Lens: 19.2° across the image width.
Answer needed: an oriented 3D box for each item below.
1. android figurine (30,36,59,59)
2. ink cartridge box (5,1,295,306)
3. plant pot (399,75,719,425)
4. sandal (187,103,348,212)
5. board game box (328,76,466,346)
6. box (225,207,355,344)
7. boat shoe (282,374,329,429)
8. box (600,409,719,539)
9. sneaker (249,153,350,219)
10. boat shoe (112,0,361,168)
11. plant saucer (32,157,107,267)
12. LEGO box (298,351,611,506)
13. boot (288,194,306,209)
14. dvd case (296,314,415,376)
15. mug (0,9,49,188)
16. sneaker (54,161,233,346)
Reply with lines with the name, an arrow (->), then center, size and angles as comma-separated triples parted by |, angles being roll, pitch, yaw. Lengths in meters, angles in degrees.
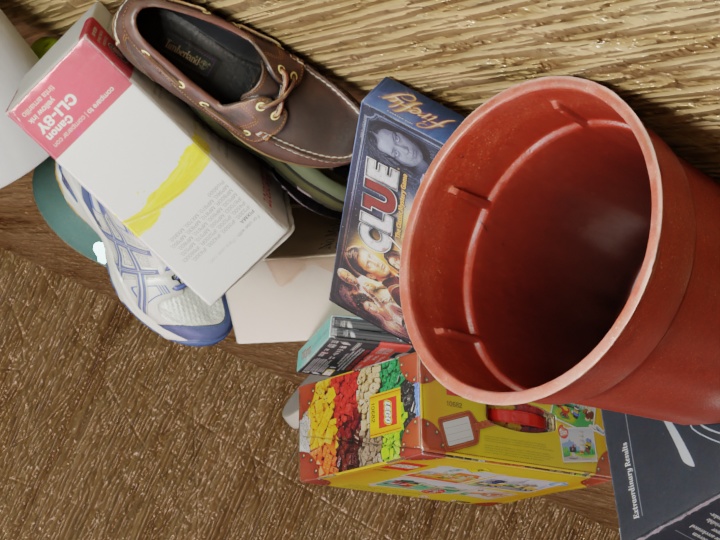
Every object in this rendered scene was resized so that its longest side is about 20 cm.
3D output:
android figurine -> -0.194, -0.118, 1.734 | 0.182, 0.041, 0.200 | 53, 167, -30
ink cartridge box -> -0.148, -0.084, 1.520 | 0.200, 0.083, 0.145 | 44, -172, -13
plant pot -> 0.163, 0.005, 1.312 | 0.195, 0.201, 0.201 | 19, 176, -42
sandal -> -0.072, -0.117, 1.546 | 0.201, 0.057, 0.080 | 36, -169, -29
board game box -> 0.053, -0.024, 1.471 | 0.135, 0.035, 0.200 | 28, 140, 17
box -> 0.000, 0.000, 1.658 | 0.200, 0.078, 0.095 | -4, -153, 15
boat shoe -> 0.036, 0.092, 1.742 | 0.093, 0.200, 0.075 | 48, -157, -16
box -> 0.265, 0.097, 1.399 | 0.104, 0.148, 0.200 | 28, 132, -34
sneaker -> -0.062, -0.100, 1.641 | 0.200, 0.074, 0.081 | 24, -170, -11
boat shoe -> -0.078, -0.127, 1.455 | 0.200, 0.070, 0.070 | 25, 175, -15
plant saucer -> -0.183, -0.072, 1.846 | 0.200, 0.200, 0.036 | 23, 128, 1
LEGO box -> 0.074, 0.125, 1.634 | 0.200, 0.077, 0.149 | 12, 159, -38
boot -> -0.050, -0.061, 1.799 | 0.200, 0.073, 0.151 | 7, 163, 43
dvd case -> 0.061, 0.067, 1.628 | 0.200, 0.022, 0.146 | 7, 166, -9
mug -> -0.336, -0.143, 1.644 | 0.153, 0.186, 0.149 | 64, 175, -30
sneaker -> -0.162, -0.028, 1.645 | 0.200, 0.075, 0.088 | 53, 150, -4
